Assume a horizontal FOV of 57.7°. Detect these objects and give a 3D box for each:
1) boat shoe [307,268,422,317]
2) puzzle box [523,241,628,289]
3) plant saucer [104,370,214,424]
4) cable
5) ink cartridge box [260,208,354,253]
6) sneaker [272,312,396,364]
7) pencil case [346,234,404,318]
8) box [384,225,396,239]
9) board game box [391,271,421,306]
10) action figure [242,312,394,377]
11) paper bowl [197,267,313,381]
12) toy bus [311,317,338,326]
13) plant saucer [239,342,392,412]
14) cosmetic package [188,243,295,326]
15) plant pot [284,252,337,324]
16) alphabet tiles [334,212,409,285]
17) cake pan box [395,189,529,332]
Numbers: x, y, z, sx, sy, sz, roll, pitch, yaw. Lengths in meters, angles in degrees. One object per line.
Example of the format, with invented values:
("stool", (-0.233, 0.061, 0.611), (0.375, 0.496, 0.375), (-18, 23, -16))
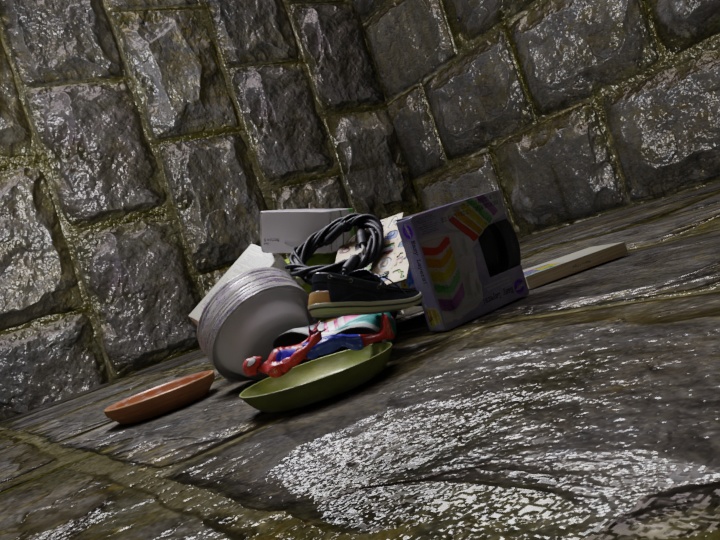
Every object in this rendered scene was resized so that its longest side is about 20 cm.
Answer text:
("boat shoe", (0.011, 0.029, 0.894), (0.200, 0.062, 0.075), (1, -12, -42))
("puzzle box", (0.375, -0.007, 1.219), (0.199, 0.025, 0.133), (-19, 1, -7))
("plant saucer", (-0.358, 0.232, 1.185), (0.200, 0.038, 0.200), (-19, 0, 0))
("cable", (-0.050, -0.041, 1.149), (0.200, 0.051, 0.163), (13, 61, 52))
("ink cartridge box", (-0.103, -0.084, 1.337), (0.145, 0.084, 0.200), (0, 6, 11))
("sneaker", (-0.027, 0.097, 0.997), (0.200, 0.084, 0.121), (-9, 10, 32))
("pencil case", (0.030, 0.015, 1.364), (0.089, 0.200, 0.078), (-15, 28, -2))
("box", (0.000, 0.000, 1.156), (0.200, 0.039, 0.041), (-43, 11, 0))
("board game box", (0.105, 0.034, 1.238), (0.195, 0.056, 0.200), (3, -7, -19))
("action figure", (-0.058, 0.099, 0.859), (0.199, 0.052, 0.065), (-20, 5, -4))
("paper bowl", (-0.167, 0.103, 1.116), (0.200, 0.201, 0.104), (-19, 43, -31))
("toy bus", (-0.018, 0.105, 1.130), (0.078, 0.065, 0.200), (-17, 0, 16))
("plant saucer", (-0.051, 0.136, 0.817), (0.199, 0.031, 0.200), (-17, 0, 0))
("cosmetic package", (-0.235, 0.051, 1.311), (0.105, 0.071, 0.200), (22, 65, 41))
("plant pot", (-0.100, 0.065, 1.433), (0.199, 0.200, 0.181), (-18, 8, 14))
("alphabet tiles", (0.018, -0.014, 1.103), (0.166, 0.006, 0.200), (-18, 41, 32))
("cake pan box", (0.168, -0.019, 1.040), (0.200, 0.185, 0.052), (-18, 4, -32))
